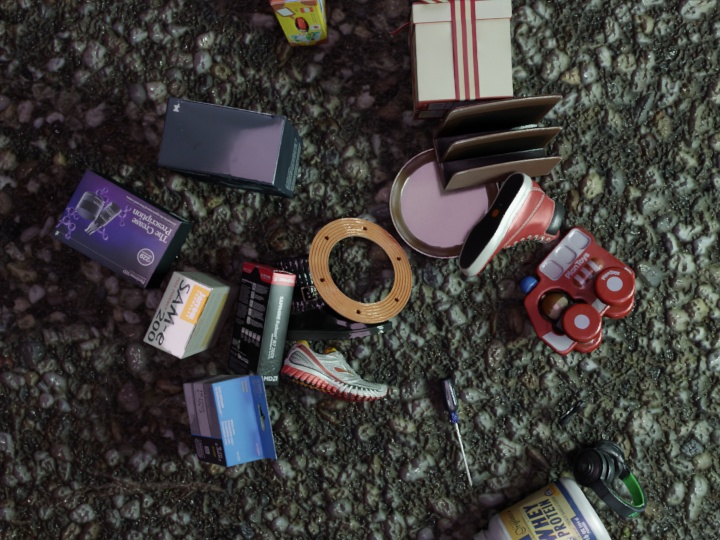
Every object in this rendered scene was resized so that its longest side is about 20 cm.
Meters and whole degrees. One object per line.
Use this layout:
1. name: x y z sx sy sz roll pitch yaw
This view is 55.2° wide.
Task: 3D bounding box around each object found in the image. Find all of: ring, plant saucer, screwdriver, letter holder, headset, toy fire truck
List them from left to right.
1. ring: 0.000 0.000 1.217 0.200 0.019 0.201 11 62 -21
2. plant saucer: 0.153 -0.122 1.252 0.200 0.032 0.201 0 88 3
3. screwdriver: 0.176 0.292 1.243 0.028 0.029 0.201 -14 83 3
4. letter holder: 0.241 -0.219 1.169 0.199 0.142 0.101 -10 79 -9
5. toy fire truck: 0.376 0.041 1.212 0.200 0.112 0.168 -47 63 1
6. headset: 0.420 0.325 1.188 0.200 0.123 0.094 50 119 26

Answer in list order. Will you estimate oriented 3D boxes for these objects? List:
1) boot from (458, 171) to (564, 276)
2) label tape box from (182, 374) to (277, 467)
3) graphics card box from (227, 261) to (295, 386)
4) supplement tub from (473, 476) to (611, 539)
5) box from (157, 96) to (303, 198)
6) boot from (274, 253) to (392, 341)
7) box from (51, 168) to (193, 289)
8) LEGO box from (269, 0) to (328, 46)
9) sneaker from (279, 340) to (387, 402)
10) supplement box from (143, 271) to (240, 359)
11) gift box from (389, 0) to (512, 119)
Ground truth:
1. boot: 0.273 -0.053 1.214 0.144 0.072 0.200 31 96 -29
2. label tape box: -0.231 0.256 1.187 0.063 0.200 0.145 -10 88 -37
3. graphics card box: -0.176 0.092 1.213 0.051 0.125 0.201 8 93 -35
4. supplement tub: 0.310 0.463 1.180 0.200 0.144 0.145 -31 88 2
5. box: -0.216 -0.206 1.188 0.196 0.200 0.118 10 90 4
6. boot: -0.049 0.045 1.236 0.210 0.079 0.158 -2 89 3
7. box: -0.433 -0.074 1.259 0.200 0.079 0.141 29 93 3
8. LEGO box: -0.107 -0.495 1.186 0.077 0.200 0.149 -4 89 3
9. sneaker: -0.038 0.180 1.220 0.200 0.078 0.082 23 68 -21
10. supplement box: -0.284 0.071 1.187 0.073 0.200 0.126 24 90 3
11. gift box: 0.154 -0.370 1.180 0.199 0.185 0.187 -2 91 -3
